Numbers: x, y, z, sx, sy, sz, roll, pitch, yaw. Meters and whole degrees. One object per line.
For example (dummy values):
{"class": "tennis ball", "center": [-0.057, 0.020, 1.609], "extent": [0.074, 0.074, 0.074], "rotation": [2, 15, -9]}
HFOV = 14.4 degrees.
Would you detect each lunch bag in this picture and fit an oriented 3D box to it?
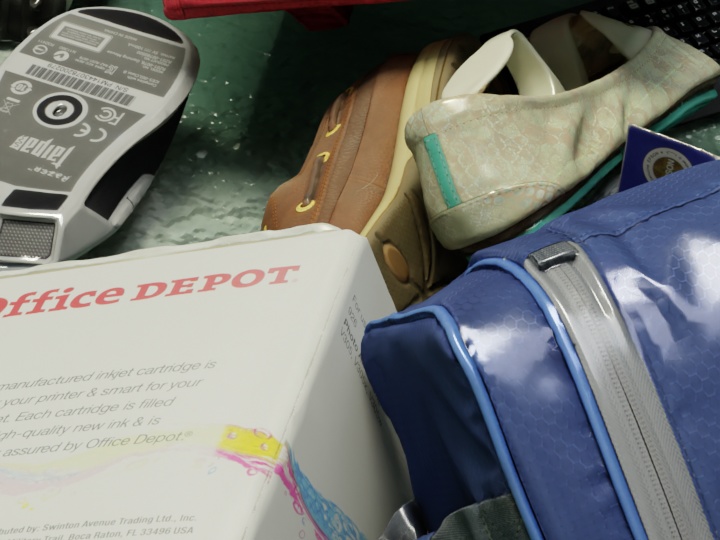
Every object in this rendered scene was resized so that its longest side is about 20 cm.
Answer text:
{"class": "lunch bag", "center": [0.069, 0.053, 0.755], "extent": [0.131, 0.200, 0.137], "rotation": [-19, 87, -9]}

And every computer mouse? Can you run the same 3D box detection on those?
{"class": "computer mouse", "center": [-0.118, -0.020, 1.000], "extent": [0.109, 0.044, 0.200], "rotation": [18, 47, 21]}

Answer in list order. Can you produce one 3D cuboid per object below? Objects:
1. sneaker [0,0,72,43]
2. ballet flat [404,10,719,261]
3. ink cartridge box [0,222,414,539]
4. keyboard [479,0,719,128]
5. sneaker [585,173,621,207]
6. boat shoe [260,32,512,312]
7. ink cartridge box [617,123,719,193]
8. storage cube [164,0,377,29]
{"class": "sneaker", "center": [-0.179, -0.159, 1.140], "extent": [0.199, 0.067, 0.090], "rotation": [27, 41, 17]}
{"class": "ballet flat", "center": [0.074, -0.061, 1.001], "extent": [0.067, 0.063, 0.200], "rotation": [-26, 5, 29]}
{"class": "ink cartridge box", "center": [-0.074, 0.085, 0.810], "extent": [0.144, 0.088, 0.201], "rotation": [-7, 37, 22]}
{"class": "keyboard", "center": [0.135, -0.110, 1.141], "extent": [0.199, 0.040, 0.104], "rotation": [-18, 47, -28]}
{"class": "sneaker", "center": [0.183, -0.018, 1.016], "extent": [0.198, 0.076, 0.115], "rotation": [4, 25, 15]}
{"class": "boat shoe", "center": [0.000, -0.001, 0.981], "extent": [0.067, 0.072, 0.201], "rotation": [-11, 38, 29]}
{"class": "ink cartridge box", "center": [0.167, 0.029, 0.937], "extent": [0.199, 0.095, 0.037], "rotation": [24, 43, 20]}
{"class": "storage cube", "center": [0.029, -0.193, 1.042], "extent": [0.178, 0.202, 0.171], "rotation": [-3, 11, 16]}
